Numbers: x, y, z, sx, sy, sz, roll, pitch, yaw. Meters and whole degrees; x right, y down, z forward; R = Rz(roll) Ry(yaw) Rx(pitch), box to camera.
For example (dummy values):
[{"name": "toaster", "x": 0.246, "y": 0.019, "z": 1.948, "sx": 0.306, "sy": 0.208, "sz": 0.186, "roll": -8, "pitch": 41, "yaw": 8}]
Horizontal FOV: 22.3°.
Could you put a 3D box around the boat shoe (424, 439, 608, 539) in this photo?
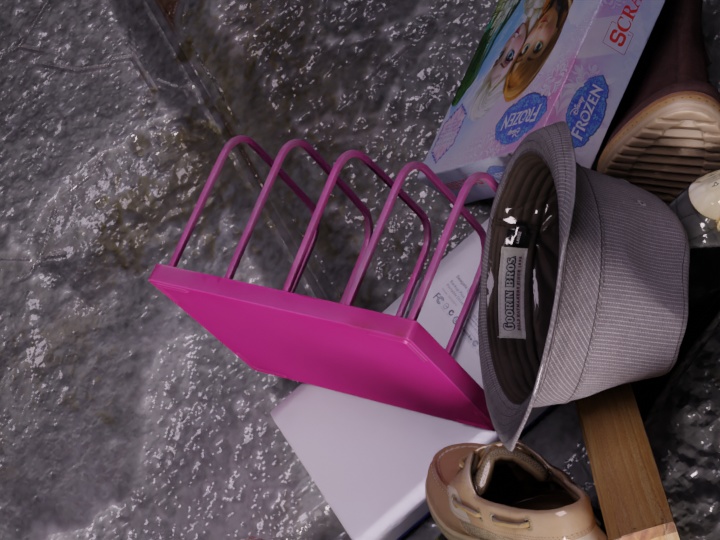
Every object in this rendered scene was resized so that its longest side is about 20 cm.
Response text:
[{"name": "boat shoe", "x": 0.089, "y": 0.128, "z": 1.050, "sx": 0.071, "sy": 0.065, "sz": 0.200, "roll": -21, "pitch": 18, "yaw": -17}]

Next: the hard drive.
[{"name": "hard drive", "x": 0.048, "y": 0.076, "z": 1.193, "sx": 0.200, "sy": 0.025, "sz": 0.132, "roll": -42, "pitch": 53, "yaw": 6}]

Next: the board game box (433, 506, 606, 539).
[{"name": "board game box", "x": 0.070, "y": 0.192, "z": 1.053, "sx": 0.105, "sy": 0.024, "sz": 0.200, "roll": 20, "pitch": 39, "yaw": 34}]

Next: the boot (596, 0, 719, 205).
[{"name": "boot", "x": 0.185, "y": -0.113, "z": 1.108, "sx": 0.072, "sy": 0.200, "sz": 0.167, "roll": 11, "pitch": 68, "yaw": 0}]

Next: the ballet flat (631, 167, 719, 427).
[{"name": "ballet flat", "x": 0.191, "y": 0.019, "z": 1.057, "sx": 0.066, "sy": 0.200, "sz": 0.057, "roll": 10, "pitch": 45, "yaw": -7}]

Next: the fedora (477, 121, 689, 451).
[{"name": "fedora", "x": 0.126, "y": 0.011, "z": 1.004, "sx": 0.200, "sy": 0.090, "sz": 0.178, "roll": -109, "pitch": 28, "yaw": -72}]

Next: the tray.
[{"name": "tray", "x": 0.152, "y": 0.132, "z": 0.995, "sx": 0.037, "sy": 0.099, "sz": 0.200, "roll": -17, "pitch": 21, "yaw": 8}]

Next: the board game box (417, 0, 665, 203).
[{"name": "board game box", "x": 0.126, "y": -0.146, "z": 1.175, "sx": 0.200, "sy": 0.041, "sz": 0.200, "roll": -65, "pitch": 16, "yaw": -11}]

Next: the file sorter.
[{"name": "file sorter", "x": 0.000, "y": 0.000, "z": 1.158, "sx": 0.199, "sy": 0.139, "sz": 0.126, "roll": 12, "pitch": 70, "yaw": 34}]

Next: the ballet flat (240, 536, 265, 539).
[{"name": "ballet flat", "x": -0.118, "y": 0.260, "z": 1.179, "sx": 0.200, "sy": 0.076, "sz": 0.064, "roll": -60, "pitch": 20, "yaw": -14}]
